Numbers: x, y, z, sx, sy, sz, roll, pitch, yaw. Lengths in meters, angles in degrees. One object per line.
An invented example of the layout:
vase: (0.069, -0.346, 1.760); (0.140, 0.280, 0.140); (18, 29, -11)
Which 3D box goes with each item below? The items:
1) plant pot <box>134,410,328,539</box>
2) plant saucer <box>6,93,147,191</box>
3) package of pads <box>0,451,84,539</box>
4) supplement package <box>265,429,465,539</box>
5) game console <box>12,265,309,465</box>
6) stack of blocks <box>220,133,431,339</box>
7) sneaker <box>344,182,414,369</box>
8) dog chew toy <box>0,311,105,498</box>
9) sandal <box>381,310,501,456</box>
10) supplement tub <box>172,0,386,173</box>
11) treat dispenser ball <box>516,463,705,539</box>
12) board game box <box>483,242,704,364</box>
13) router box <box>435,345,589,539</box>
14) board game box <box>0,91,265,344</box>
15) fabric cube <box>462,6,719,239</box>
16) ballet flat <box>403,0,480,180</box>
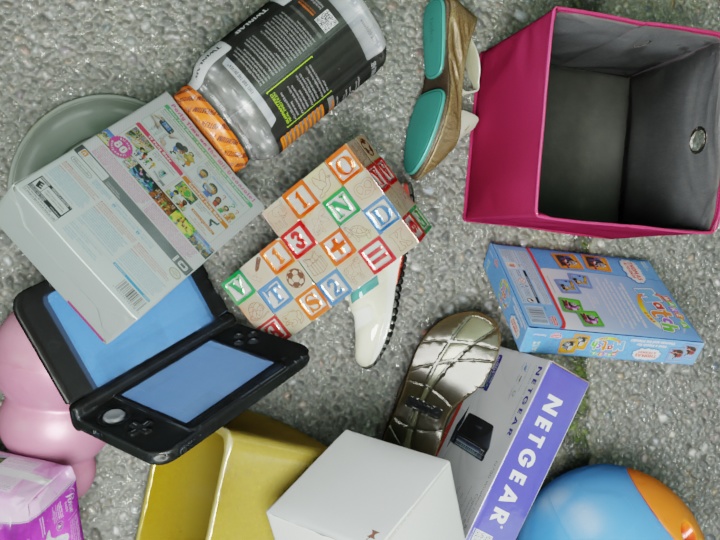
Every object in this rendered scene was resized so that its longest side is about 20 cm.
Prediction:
plant pot: (-0.090, 0.243, 0.879); (0.198, 0.195, 0.197); (13, 88, -29)
plant saucer: (-0.250, -0.078, 0.900); (0.198, 0.050, 0.203); (0, 91, -14)
package of pads: (-0.353, 0.225, 0.817); (0.198, 0.076, 0.122); (7, 113, 17)
supplement package: (0.018, 0.262, 0.775); (0.117, 0.116, 0.202); (-39, 127, -41)
game console: (-0.171, 0.056, 0.810); (0.199, 0.174, 0.118); (-32, 126, -45)
stack of blocks: (-0.044, -0.026, 0.893); (0.199, 0.059, 0.116); (-37, 94, 24)
sneaker: (0.000, 0.000, 0.960); (0.092, 0.070, 0.202); (10, 91, 5)
dog chew toy: (-0.289, 0.131, 0.863); (0.123, 0.125, 0.203); (3, 98, -13)
sandal: (0.084, 0.132, 0.982); (0.081, 0.055, 0.202); (24, 100, 4)
supplement tub: (-0.081, -0.196, 0.901); (0.200, 0.122, 0.123); (-41, 99, -10)
treat dispenser ball: (0.262, 0.307, 0.949); (0.198, 0.201, 0.204); (0, 91, -13)
board game box: (0.246, 0.034, 0.972); (0.197, 0.152, 0.037); (5, 124, -12)
router box: (0.134, 0.180, 0.928); (0.049, 0.179, 0.202); (28, 84, -13)
board game box: (-0.199, -0.053, 0.809); (0.148, 0.064, 0.200); (50, 44, -6)
fabric cube: (0.237, -0.138, 0.938); (0.197, 0.199, 0.199); (5, 89, -13)
ballet flat: (0.096, -0.194, 0.980); (0.072, 0.068, 0.203); (9, 84, -29)
